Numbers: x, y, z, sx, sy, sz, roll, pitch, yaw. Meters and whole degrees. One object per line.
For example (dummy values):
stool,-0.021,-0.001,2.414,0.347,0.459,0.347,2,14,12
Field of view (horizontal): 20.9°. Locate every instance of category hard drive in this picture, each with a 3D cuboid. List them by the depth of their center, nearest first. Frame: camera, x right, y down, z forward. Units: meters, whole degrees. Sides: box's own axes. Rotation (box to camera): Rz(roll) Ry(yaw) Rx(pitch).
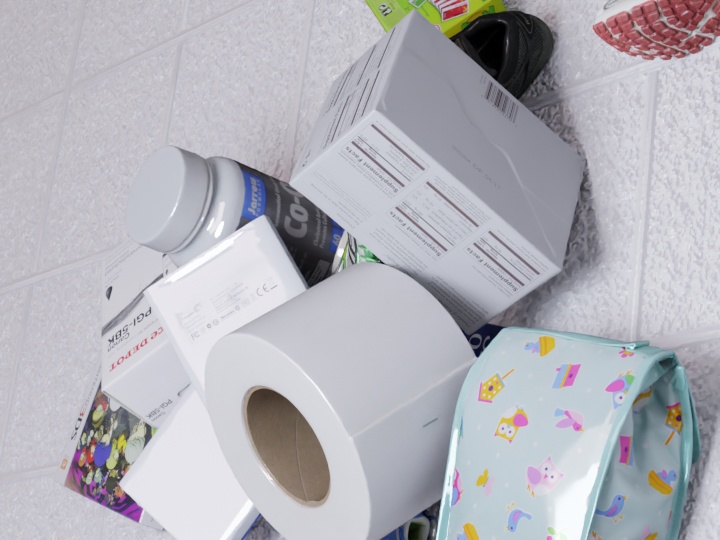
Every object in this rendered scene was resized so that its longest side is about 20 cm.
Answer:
hard drive,-0.089,0.070,1.721,0.132,0.025,0.200,-32,76,9
hard drive,-0.116,0.152,1.768,0.132,0.025,0.200,37,93,32

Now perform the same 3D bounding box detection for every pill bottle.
pill bottle,-0.111,-0.039,1.820,0.114,0.200,0.114,-28,52,42

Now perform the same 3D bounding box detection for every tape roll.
tape roll,-0.010,0.111,1.558,0.203,0.139,0.203,33,138,36

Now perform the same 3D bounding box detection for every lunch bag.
lunch bag,0.155,0.143,1.451,0.170,0.122,0.200,9,86,51

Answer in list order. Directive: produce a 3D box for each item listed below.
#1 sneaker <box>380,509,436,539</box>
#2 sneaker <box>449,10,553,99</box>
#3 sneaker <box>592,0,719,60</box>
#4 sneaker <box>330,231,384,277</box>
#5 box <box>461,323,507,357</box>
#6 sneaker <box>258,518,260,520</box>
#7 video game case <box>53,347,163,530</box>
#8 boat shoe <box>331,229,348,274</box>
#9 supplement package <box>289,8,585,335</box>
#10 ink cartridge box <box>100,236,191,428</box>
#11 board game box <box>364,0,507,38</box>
sneaker,0.024,0.212,1.652,0.077,0.076,0.200,-27,45,10
sneaker,0.086,-0.138,1.693,0.076,0.114,0.199,37,105,24
sneaker,0.271,-0.234,1.548,0.200,0.078,0.082,-28,47,31
sneaker,0.000,0.000,1.723,0.085,0.078,0.200,-7,84,36
box,0.104,0.105,1.620,0.200,0.032,0.121,10,81,53
sneaker,-0.095,0.193,1.805,0.200,0.070,0.080,-54,40,18
video game case,-0.234,0.159,2.032,0.200,0.036,0.181,14,83,54
boat shoe,0.042,-0.073,1.791,0.063,0.073,0.200,24,86,12
supplement package,0.066,-0.080,1.584,0.111,0.200,0.156,-38,20,35
ink cartridge box,-0.182,0.035,1.947,0.147,0.083,0.200,-37,36,22
board game box,0.058,-0.261,1.825,0.102,0.048,0.200,-33,42,4
